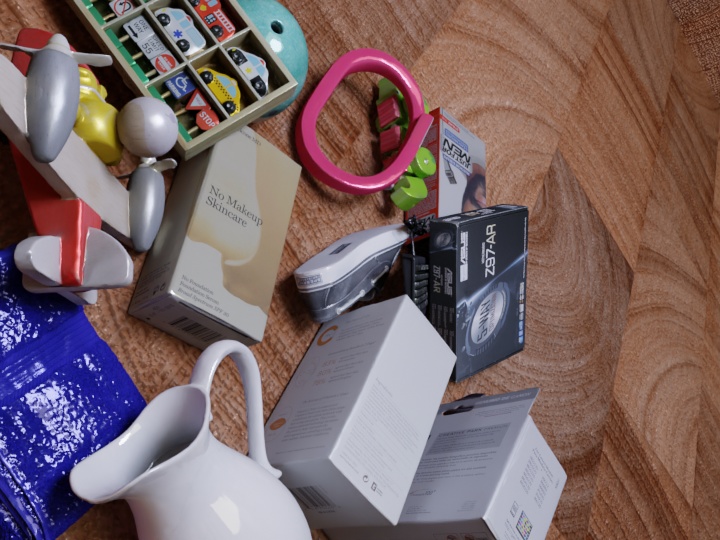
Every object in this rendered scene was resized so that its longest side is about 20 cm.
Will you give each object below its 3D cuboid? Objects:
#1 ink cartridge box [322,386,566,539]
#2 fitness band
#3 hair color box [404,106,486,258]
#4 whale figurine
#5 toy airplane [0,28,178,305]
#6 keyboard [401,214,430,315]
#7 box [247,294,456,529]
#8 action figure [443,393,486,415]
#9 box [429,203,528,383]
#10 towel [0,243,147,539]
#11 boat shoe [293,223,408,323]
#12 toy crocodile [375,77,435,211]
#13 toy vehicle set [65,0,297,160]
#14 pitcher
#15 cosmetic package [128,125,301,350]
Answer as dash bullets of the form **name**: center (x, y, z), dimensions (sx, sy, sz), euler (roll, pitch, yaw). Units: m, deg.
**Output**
- **ink cartridge box**: center (0.089, 0.213, 0.707), dimensions (0.084, 0.199, 0.176), euler (58, 43, -14)
- **fitness band**: center (0.005, -0.179, 0.858), dimensions (0.143, 0.037, 0.201), euler (33, 63, -8)
- **hair color box**: center (0.120, -0.110, 0.985), dimensions (0.111, 0.064, 0.201), euler (27, 57, -40)
- **whale figurine**: center (-0.139, -0.220, 0.709), dimensions (0.199, 0.104, 0.160), euler (-7, 80, -41)
- **toy airplane**: center (-0.197, -0.077, 0.521), dimensions (0.200, 0.140, 0.200), euler (-122, -170, -64)
- **keyboard**: center (0.068, -0.006, 0.828), dimensions (0.200, 0.020, 0.128), euler (-5, 90, -81)
- **box**: center (-0.005, 0.137, 0.694), dimensions (0.098, 0.124, 0.200), euler (50, 44, -22)
- **action figure**: center (0.150, 0.256, 0.863), dimensions (0.130, 0.069, 0.201), euler (-15, 89, -55)
- **box**: center (0.153, 0.024, 0.913), dimensions (0.160, 0.043, 0.201), euler (-14, 108, -44)
- **towel**: center (-0.238, 0.085, 0.513), dimensions (0.148, 0.049, 0.201), euler (-41, 105, -47)
- **boat shoe**: center (0.000, 0.000, 0.799), dimensions (0.200, 0.071, 0.068), euler (-37, 115, -56)
- **toy crocodile**: center (0.050, -0.171, 0.929), dimensions (0.062, 0.067, 0.201), euler (11, 67, -45)
- **toy vehicle set**: center (-0.166, -0.213, 0.647), dimensions (0.124, 0.027, 0.200), euler (-37, 89, -19)
- **pitcher**: center (-0.102, 0.172, 0.553), dimensions (0.172, 0.121, 0.201), euler (-53, 129, -41)
- **cosmetic package**: center (-0.129, -0.034, 0.667), dimensions (0.105, 0.071, 0.201), euler (32, 53, -35)
